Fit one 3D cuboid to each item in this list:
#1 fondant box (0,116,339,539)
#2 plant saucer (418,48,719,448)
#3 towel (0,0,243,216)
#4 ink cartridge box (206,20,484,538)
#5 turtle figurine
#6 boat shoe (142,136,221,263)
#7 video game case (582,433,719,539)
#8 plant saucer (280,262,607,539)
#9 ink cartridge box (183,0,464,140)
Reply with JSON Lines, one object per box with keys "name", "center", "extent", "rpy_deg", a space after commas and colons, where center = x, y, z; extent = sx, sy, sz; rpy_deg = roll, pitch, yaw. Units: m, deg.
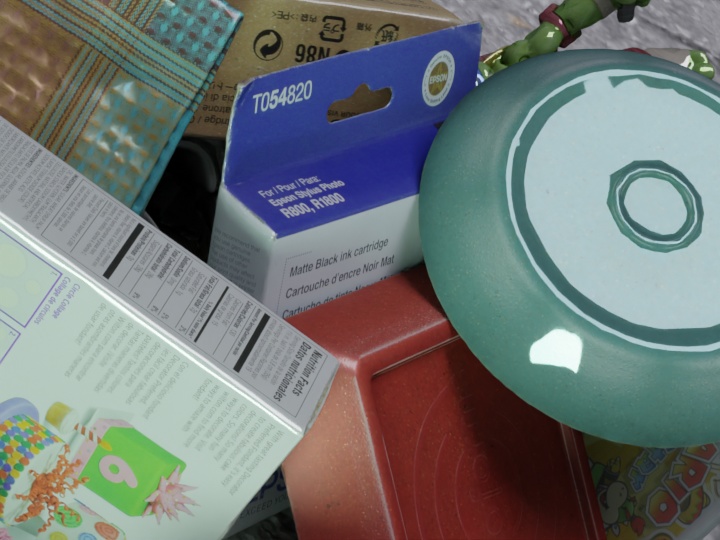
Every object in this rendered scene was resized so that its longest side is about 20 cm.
{"name": "fondant box", "center": [-0.130, 0.039, 0.989], "extent": [0.200, 0.144, 0.058], "rpy_deg": [36, 32, -4]}
{"name": "plant saucer", "center": [0.125, -0.021, 1.097], "extent": [0.198, 0.036, 0.201], "rpy_deg": [7, 62, -12]}
{"name": "towel", "center": [-0.156, -0.060, 1.065], "extent": [0.146, 0.201, 0.022], "rpy_deg": [30, -7, -12]}
{"name": "ink cartridge box", "center": [0.000, 0.000, 1.116], "extent": [0.040, 0.201, 0.199], "rpy_deg": [23, 26, 29]}
{"name": "turtle figurine", "center": [0.147, -0.087, 1.388], "extent": [0.193, 0.199, 0.145], "rpy_deg": [5, 61, -52]}
{"name": "boat shoe", "center": [-0.091, -0.034, 1.172], "extent": [0.072, 0.071, 0.201], "rpy_deg": [12, 36, -32]}
{"name": "video game case", "center": [0.129, 0.036, 1.190], "extent": [0.182, 0.200, 0.023], "rpy_deg": [52, 22, 19]}
{"name": "plant saucer", "center": [0.046, 0.098, 1.092], "extent": [0.200, 0.037, 0.201], "rpy_deg": [-21, 99, -52]}
{"name": "ink cartridge box", "center": [-0.074, -0.117, 1.201], "extent": [0.199, 0.076, 0.165], "rpy_deg": [5, 16, -23]}
